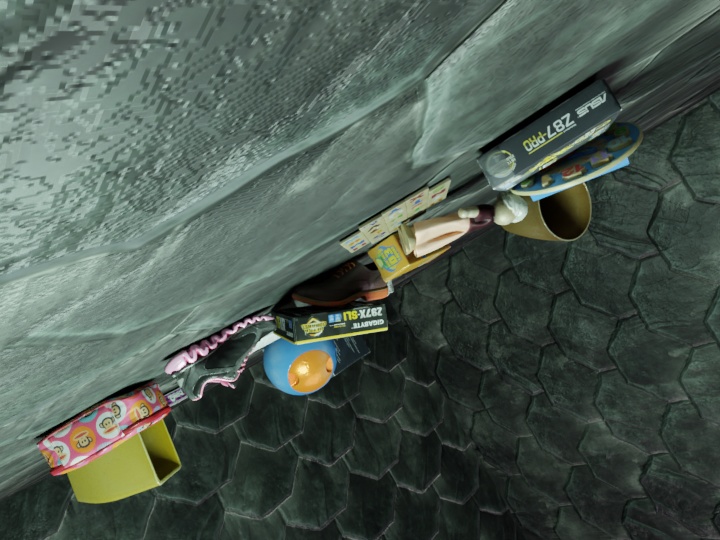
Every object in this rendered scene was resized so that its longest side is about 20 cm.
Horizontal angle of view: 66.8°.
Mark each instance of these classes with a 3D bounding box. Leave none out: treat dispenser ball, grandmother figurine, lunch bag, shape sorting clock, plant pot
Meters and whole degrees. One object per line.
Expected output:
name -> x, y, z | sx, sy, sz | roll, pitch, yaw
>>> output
treat dispenser ball -> -0.164, 0.236, 1.487 | 0.201, 0.201, 0.201 | -30, 175, -3
grandmother figurine -> 0.161, -0.074, 0.845 | 0.200, 0.061, 0.121 | -16, -177, -4
lunch bag -> -0.459, 0.281, 1.000 | 0.200, 0.082, 0.176 | -28, 179, -2
shape sorting clock -> 0.316, -0.171, 0.821 | 0.200, 0.039, 0.200 | -27, -156, 13
plant pot -> 0.465, -0.158, 1.443 | 0.186, 0.187, 0.200 | -27, -172, -27
plant pot -> -0.580, 0.444, 1.306 | 0.200, 0.194, 0.196 | -24, 174, -7

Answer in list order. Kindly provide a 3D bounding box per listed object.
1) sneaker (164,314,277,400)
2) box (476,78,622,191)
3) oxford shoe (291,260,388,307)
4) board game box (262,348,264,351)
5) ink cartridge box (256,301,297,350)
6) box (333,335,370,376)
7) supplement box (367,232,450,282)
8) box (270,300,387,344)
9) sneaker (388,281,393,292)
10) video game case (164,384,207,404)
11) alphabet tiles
sneaker -> -0.219, 0.146, 0.915 | 0.200, 0.095, 0.079 | -29, 173, -28
box -> 0.239, -0.164, 0.703 | 0.161, 0.049, 0.200 | -29, 177, 19
oxford shoe -> -0.033, 0.018, 0.956 | 0.200, 0.073, 0.071 | -9, -160, -41
board game box -> -0.238, 0.247, 2.057 | 0.200, 0.043, 0.199 | -33, 175, 35
ink cartridge box -> -0.213, 0.138, 1.126 | 0.176, 0.045, 0.200 | -29, 174, -18
box -> -0.105, 0.224, 1.719 | 0.117, 0.197, 0.200 | -33, 174, 38
supplement box -> 0.095, -0.039, 1.020 | 0.069, 0.067, 0.200 | -33, 175, 33
box -> -0.063, 0.087, 0.967 | 0.159, 0.049, 0.200 | -5, -179, -20
sneaker -> 0.073, 0.038, 1.606 | 0.073, 0.071, 0.200 | -30, 175, -3
video game case -> -0.572, 0.386, 1.591 | 0.181, 0.036, 0.200 | -32, 175, 40
alphabet tiles -> 0.050, -0.073, 0.769 | 0.166, 0.006, 0.200 | -31, 175, 4
